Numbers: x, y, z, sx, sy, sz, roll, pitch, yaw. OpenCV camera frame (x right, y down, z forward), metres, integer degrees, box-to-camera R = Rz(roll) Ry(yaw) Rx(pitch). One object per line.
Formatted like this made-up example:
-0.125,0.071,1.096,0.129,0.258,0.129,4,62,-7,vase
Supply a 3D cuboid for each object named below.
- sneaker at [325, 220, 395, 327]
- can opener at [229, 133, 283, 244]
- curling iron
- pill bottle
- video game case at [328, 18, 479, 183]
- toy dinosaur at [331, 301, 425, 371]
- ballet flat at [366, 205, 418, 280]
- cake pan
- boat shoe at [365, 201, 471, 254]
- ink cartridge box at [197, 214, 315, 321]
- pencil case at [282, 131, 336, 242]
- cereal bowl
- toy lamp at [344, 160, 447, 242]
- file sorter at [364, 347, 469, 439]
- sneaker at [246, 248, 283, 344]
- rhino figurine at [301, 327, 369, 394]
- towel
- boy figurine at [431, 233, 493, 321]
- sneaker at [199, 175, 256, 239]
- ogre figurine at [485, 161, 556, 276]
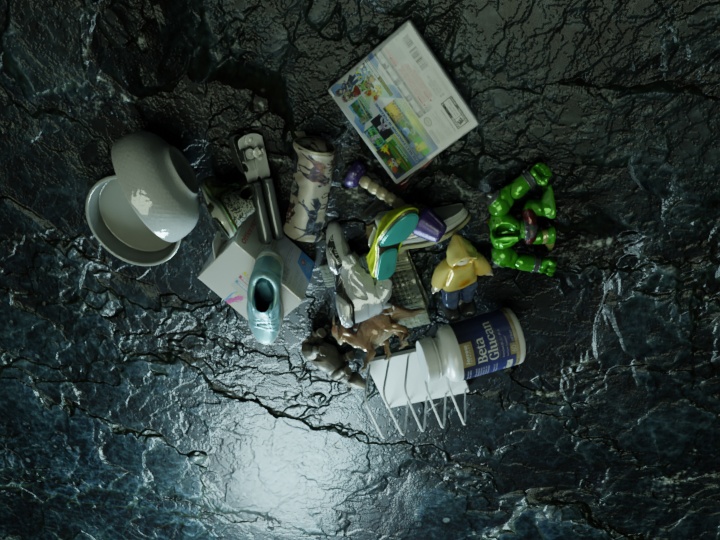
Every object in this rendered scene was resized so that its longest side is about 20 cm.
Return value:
0.000,0.000,1.283,0.112,0.075,0.206,-10,98,3,sneaker
-0.186,-0.151,1.238,0.066,0.052,0.205,6,113,54,can opener
0.066,-0.163,1.219,0.049,0.026,0.200,40,122,-7,curling iron
0.211,0.151,1.315,0.195,0.112,0.113,-15,124,-7,pill bottle
0.071,-0.275,1.128,0.180,0.022,0.201,-32,105,27,video game case
0.026,0.107,1.343,0.198,0.086,0.137,-37,73,12,toy dinosaur
0.045,-0.060,1.166,0.065,0.068,0.202,-15,151,-22,ballet flat
-0.442,-0.103,1.337,0.194,0.037,0.205,5,125,7,cake pan
0.102,-0.085,1.235,0.196,0.075,0.069,-21,114,15,boat shoe
-0.206,-0.009,1.306,0.199,0.130,0.125,42,121,-18,ink cartridge box
-0.095,-0.146,1.226,0.076,0.090,0.204,-9,131,-27,pencil case
-0.344,-0.159,1.195,0.082,0.201,0.203,-26,118,7,cereal bowl
0.062,-0.117,1.186,0.198,0.058,0.059,34,127,15,toy lamp
0.118,0.260,1.434,0.195,0.126,0.141,-15,120,19,file sorter
-0.179,0.065,1.222,0.072,0.083,0.204,8,125,5,sneaker
-0.048,0.205,1.461,0.200,0.061,0.087,43,145,-19,rhino figurine
0.033,0.043,1.365,0.195,0.035,0.196,-12,118,20,towel
0.191,0.008,1.256,0.121,0.066,0.202,-12,143,-6,boy figurine
-0.229,-0.125,1.209,0.087,0.201,0.078,-28,125,-6,sneaker
0.283,-0.082,1.195,0.116,0.100,0.203,-9,134,2,ogre figurine
